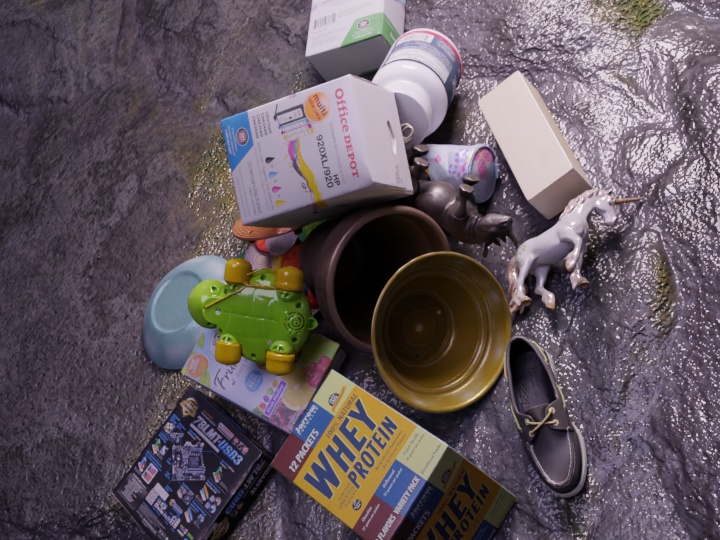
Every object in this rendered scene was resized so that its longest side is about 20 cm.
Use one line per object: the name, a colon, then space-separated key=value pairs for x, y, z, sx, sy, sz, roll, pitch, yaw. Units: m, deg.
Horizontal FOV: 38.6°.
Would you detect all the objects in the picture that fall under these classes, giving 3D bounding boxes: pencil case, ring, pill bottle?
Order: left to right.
ring: x=-0.100 y=-0.090 z=1.568 sx=0.198 sy=0.019 sz=0.201 roll=-19 pitch=21 yaw=7
pill bottle: x=0.075 y=-0.259 z=1.494 sx=0.118 sy=0.120 sz=0.201 roll=-14 pitch=29 yaw=26
pencil case: x=0.098 y=-0.142 z=1.484 sx=0.198 sy=0.090 sz=0.084 roll=5 pitch=89 yaw=36

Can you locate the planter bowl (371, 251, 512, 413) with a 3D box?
planter bowl: x=0.090 y=0.077 z=1.327 sx=0.202 sy=0.199 sz=0.083 roll=-60 pitch=20 yaw=-10

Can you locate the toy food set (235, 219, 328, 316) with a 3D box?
toy food set: x=-0.118 y=0.002 z=1.567 sx=0.198 sy=0.049 sz=0.200 roll=-12 pitch=58 yaw=28

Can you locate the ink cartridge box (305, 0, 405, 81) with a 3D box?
ink cartridge box: x=-0.004 y=-0.430 z=1.716 sx=0.144 sy=0.087 sz=0.202 roll=-11 pitch=60 yaw=27

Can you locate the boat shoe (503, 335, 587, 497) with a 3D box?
boat shoe: x=0.216 y=0.173 z=1.239 sx=0.071 sy=0.061 sz=0.203 roll=-26 pitch=52 yaw=18

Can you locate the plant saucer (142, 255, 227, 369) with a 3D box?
plant saucer: x=-0.283 y=0.058 z=1.650 sx=0.199 sy=0.039 sz=0.203 roll=-16 pitch=56 yaw=25

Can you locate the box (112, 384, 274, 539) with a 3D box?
box: x=-0.240 y=0.297 z=1.478 sx=0.199 sy=0.050 sz=0.199 roll=32 pitch=83 yaw=41

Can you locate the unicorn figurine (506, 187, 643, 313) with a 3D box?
unicorn figurine: x=0.260 y=-0.029 z=1.314 sx=0.198 sy=0.074 sz=0.139 roll=-22 pitch=43 yaw=29

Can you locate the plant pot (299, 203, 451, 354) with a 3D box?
plant pot: x=0.000 y=0.000 z=1.417 sx=0.174 sy=0.200 sz=0.202 roll=18 pitch=74 yaw=57

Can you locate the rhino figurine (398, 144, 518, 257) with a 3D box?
rhino figurine: x=0.132 y=-0.084 z=1.386 sx=0.199 sy=0.060 sz=0.088 roll=34 pitch=128 yaw=22

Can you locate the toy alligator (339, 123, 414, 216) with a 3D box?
toy alligator: x=0.010 y=-0.136 z=1.451 sx=0.199 sy=0.054 sz=0.060 roll=-38 pitch=75 yaw=23

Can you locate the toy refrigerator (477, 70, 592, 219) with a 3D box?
toy refrigerator: x=0.240 y=-0.173 z=1.420 sx=0.076 sy=0.070 sz=0.201 roll=-36 pitch=49 yaw=20

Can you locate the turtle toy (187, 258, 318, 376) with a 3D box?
turtle toy: x=-0.149 y=0.057 z=1.410 sx=0.197 sy=0.101 sz=0.148 roll=9 pitch=94 yaw=14

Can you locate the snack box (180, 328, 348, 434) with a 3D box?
snack box: x=-0.137 y=0.132 z=1.467 sx=0.198 sy=0.053 sz=0.143 roll=25 pitch=78 yaw=22

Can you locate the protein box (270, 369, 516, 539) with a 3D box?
protein box: x=0.041 y=0.249 z=1.218 sx=0.198 sy=0.200 sz=0.136 roll=28 pitch=81 yaw=40

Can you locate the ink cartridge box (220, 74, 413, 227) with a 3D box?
ink cartridge box: x=-0.054 y=-0.151 z=1.360 sx=0.198 sy=0.144 sz=0.149 roll=-15 pitch=85 yaw=24
